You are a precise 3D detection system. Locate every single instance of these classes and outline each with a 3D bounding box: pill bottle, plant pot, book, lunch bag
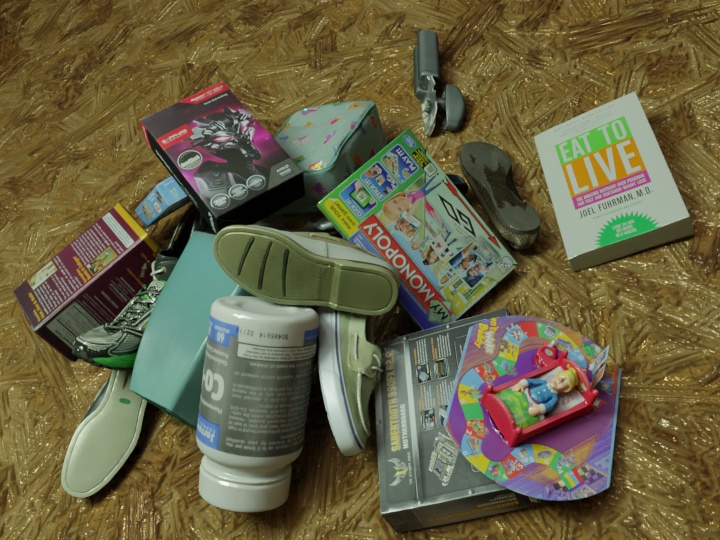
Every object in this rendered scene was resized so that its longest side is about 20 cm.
[{"bbox_3d":[-0.109,0.135,0.816,0.113,0.113,0.202,12,98,34],"label":"pill bottle"},{"bbox_3d":[-0.163,0.083,0.923,0.141,0.141,0.201,11,64,43],"label":"plant pot"},{"bbox_3d":[0.286,-0.102,0.916,0.133,0.048,0.201,-20,49,17],"label":"book"},{"bbox_3d":[-0.060,-0.157,1.089,0.159,0.077,0.200,-5,35,29],"label":"lunch bag"}]

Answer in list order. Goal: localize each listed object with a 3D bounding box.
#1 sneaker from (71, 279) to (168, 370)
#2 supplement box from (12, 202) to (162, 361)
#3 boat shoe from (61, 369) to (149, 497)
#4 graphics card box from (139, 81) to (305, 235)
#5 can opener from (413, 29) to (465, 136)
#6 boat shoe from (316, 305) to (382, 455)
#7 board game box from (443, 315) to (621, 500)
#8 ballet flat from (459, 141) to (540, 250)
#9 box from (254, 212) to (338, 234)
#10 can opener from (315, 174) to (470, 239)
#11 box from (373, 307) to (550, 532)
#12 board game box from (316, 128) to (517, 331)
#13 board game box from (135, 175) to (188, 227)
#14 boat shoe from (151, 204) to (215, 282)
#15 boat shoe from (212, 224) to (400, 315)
[{"bbox_3d":[-0.266,0.055,0.958,0.078,0.086,0.200,20,29,25],"label":"sneaker"},{"bbox_3d":[-0.379,0.015,1.133,0.200,0.086,0.110,-42,47,-10],"label":"supplement box"},{"bbox_3d":[-0.304,0.185,0.979,0.071,0.068,0.201,25,65,-9],"label":"boat shoe"},{"bbox_3d":[-0.173,-0.141,0.984,0.125,0.051,0.200,-29,61,-20],"label":"graphics card box"},{"bbox_3d":[0.113,-0.271,1.149,0.066,0.054,0.201,8,50,-7],"label":"can opener"},{"bbox_3d":[-0.008,0.093,0.824,0.062,0.072,0.201,-13,53,6],"label":"boat shoe"},{"bbox_3d":[0.169,0.111,0.739,0.157,0.039,0.201,18,49,6],"label":"board game box"},{"bbox_3d":[0.167,-0.093,0.968,0.067,0.047,0.201,-9,43,-10],"label":"ballet flat"},{"bbox_3d":[-0.078,-0.057,1.067,0.199,0.039,0.042,-5,50,24],"label":"box"},{"bbox_3d":[0.043,-0.061,0.982,0.199,0.064,0.079,-17,29,3],"label":"can opener"},{"bbox_3d":[0.095,0.148,0.801,0.157,0.048,0.201,-18,47,16],"label":"box"},{"bbox_3d":[0.065,-0.040,0.893,0.134,0.200,0.029,-40,2,-8],"label":"board game box"},{"bbox_3d":[-0.231,-0.124,1.111,0.151,0.037,0.200,-35,8,-22],"label":"board game box"},{"bbox_3d":[-0.261,0.003,1.078,0.072,0.068,0.201,25,78,43],"label":"boat shoe"},{"bbox_3d":[-0.056,-0.004,0.840,0.199,0.075,0.068,18,19,0],"label":"boat shoe"}]
